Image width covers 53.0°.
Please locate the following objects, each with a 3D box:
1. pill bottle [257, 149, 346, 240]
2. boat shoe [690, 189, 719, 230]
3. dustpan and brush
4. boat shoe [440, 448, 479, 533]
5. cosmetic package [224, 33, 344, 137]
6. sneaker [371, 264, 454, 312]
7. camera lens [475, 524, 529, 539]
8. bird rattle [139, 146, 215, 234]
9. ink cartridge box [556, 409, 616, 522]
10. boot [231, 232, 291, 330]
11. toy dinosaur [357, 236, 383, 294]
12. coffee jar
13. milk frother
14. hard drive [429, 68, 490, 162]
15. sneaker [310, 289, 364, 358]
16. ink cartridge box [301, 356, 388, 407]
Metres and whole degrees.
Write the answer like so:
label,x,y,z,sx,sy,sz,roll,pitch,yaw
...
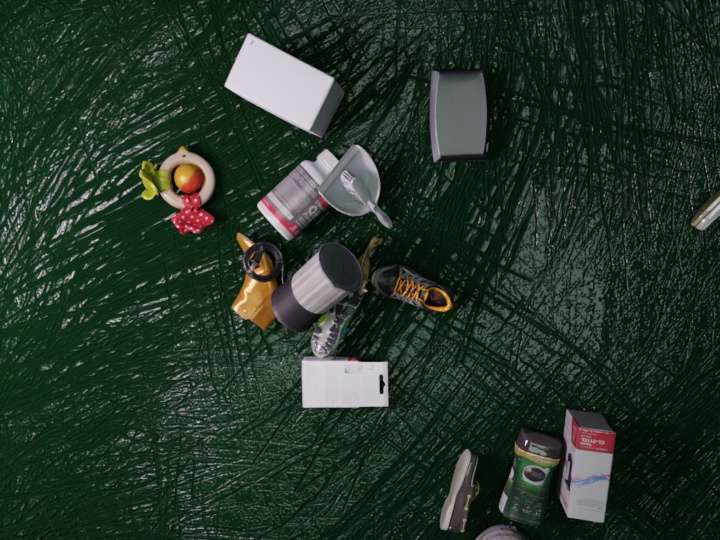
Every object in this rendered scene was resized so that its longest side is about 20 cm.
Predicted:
label,x,y,z,sx,sy,sz,roll,pitch,yaw
pill bottle,-0.122,-0.171,1.596,0.200,0.111,0.111,-43,91,0
boat shoe,0.803,-0.153,1.549,0.068,0.075,0.200,45,96,5
dustpan and brush,0.010,-0.160,1.590,0.057,0.200,0.140,29,76,43
boat shoe,0.238,0.507,1.658,0.060,0.072,0.203,16,103,-1
cosmetic package,-0.155,-0.387,1.538,0.198,0.200,0.124,28,97,2
sneaker,0.121,0.042,1.607,0.198,0.077,0.079,16,98,-6
camera lens,0.325,0.675,1.598,0.158,0.200,0.162,0,95,4
bird rattle,-0.399,-0.186,1.630,0.200,0.113,0.164,39,81,-3
ink cartridge box,0.494,0.427,1.589,0.082,0.146,0.202,6,95,5
boot,-0.248,0.028,1.644,0.144,0.071,0.201,-45,98,-1
toy dinosaur,0.000,0.000,1.588,0.058,0.201,0.102,19,131,-1
coffee jar,0.385,0.463,1.632,0.103,0.085,0.202,14,97,6
milk frother,-0.129,-0.001,1.543,0.199,0.182,0.188,25,134,-30
hard drive,0.220,-0.343,1.592,0.133,0.042,0.202,-1,95,5
sneaker,-0.052,0.107,1.640,0.077,0.080,0.201,25,78,18
ink cartridge box,-0.034,0.257,1.664,0.198,0.050,0.110,-1,95,3
